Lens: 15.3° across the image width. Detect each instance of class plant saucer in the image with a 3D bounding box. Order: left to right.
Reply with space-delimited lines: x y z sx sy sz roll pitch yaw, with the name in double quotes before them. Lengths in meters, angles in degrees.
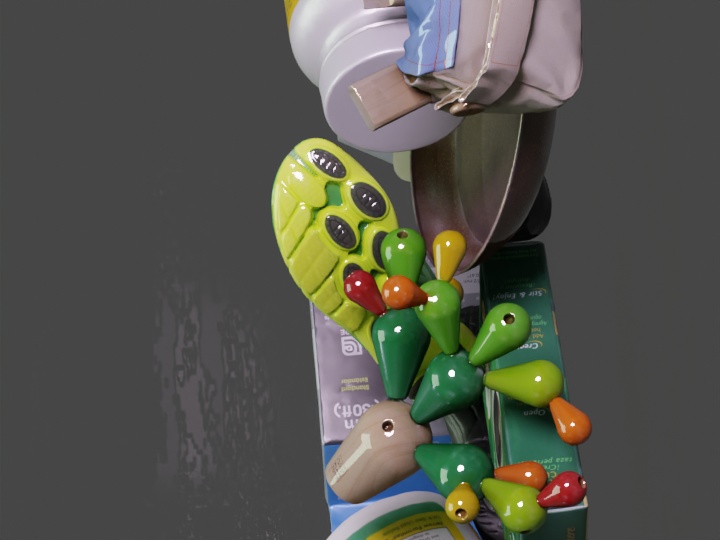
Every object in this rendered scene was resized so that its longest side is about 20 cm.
"plant saucer" 0.073 -0.096 1.555 0.200 0.032 0.201 -176 90 -72

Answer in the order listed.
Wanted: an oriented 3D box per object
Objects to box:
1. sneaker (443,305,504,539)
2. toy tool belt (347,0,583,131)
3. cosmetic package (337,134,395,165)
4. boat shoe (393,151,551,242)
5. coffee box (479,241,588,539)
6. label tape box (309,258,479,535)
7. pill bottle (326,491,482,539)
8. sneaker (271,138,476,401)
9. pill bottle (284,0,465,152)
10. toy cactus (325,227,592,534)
"sneaker" 0.085 0.111 1.728 0.091 0.076 0.200 81 -177 -51
"toy tool belt" 0.049 -0.176 1.406 0.125 0.123 0.201 126 139 -86
"cosmetic package" 0.038 -0.180 1.747 0.200 0.052 0.151 90 -156 -66
"boat shoe" 0.081 -0.059 1.667 0.074 0.063 0.201 -68 21 7
"coffee box" 0.102 0.097 1.602 0.123 0.044 0.200 87 178 -49
"label tape box" 0.043 0.086 1.805 0.066 0.143 0.201 90 175 -70
"pill bottle" 0.058 0.239 1.625 0.200 0.113 0.113 54 157 38
"sneaker" 0.000 0.000 1.595 0.200 0.074 0.084 57 176 -34
"pill bottle" 0.010 -0.169 1.542 0.113 0.112 0.200 88 175 -51
"toy cactus" 0.036 0.078 1.505 0.165 0.102 0.200 -45 68 33
